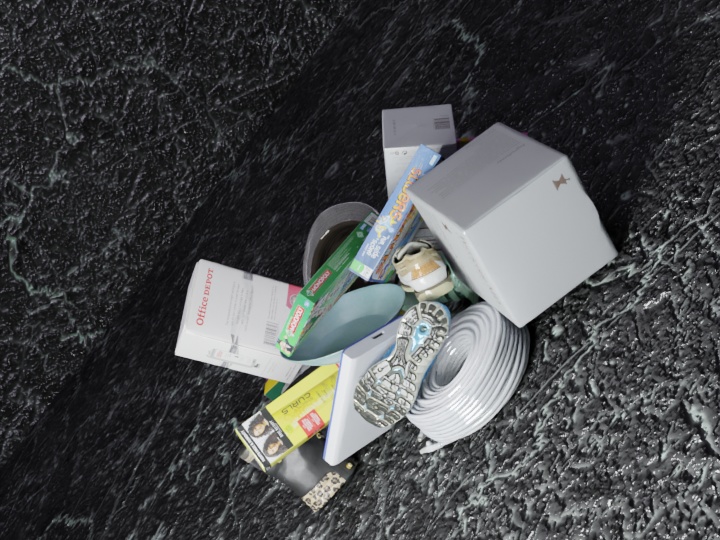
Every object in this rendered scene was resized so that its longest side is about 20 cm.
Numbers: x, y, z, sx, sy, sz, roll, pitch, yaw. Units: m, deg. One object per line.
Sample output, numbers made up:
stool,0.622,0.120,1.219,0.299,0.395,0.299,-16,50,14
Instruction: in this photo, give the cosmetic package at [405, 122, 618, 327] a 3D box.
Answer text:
cosmetic package,0.194,-0.065,1.530,0.166,0.167,0.200,-36,27,-5

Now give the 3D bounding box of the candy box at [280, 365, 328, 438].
candy box,-0.062,0.176,1.875,0.168,0.072,0.200,-127,56,-69

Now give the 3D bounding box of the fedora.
fedora,0.000,0.000,1.825,0.177,0.090,0.200,-14,72,32

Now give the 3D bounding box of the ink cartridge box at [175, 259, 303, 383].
ink cartridge box,-0.187,0.082,1.893,0.083,0.200,0.147,122,159,-50

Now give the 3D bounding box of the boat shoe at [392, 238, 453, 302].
boat shoe,0.084,-0.010,1.624,0.075,0.068,0.200,-27,9,-4

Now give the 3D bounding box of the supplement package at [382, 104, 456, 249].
supplement package,0.095,-0.141,1.811,0.114,0.109,0.200,-91,-4,-50

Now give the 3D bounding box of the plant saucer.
plant saucer,-0.019,0.088,1.682,0.201,0.039,0.201,-24,19,9

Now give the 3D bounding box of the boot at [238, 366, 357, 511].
boot,-0.066,0.243,1.739,0.200,0.151,0.073,-50,6,-20

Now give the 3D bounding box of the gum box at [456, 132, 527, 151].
gum box,0.206,-0.139,1.776,0.200,0.113,0.066,-87,-7,-57

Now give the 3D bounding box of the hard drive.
hard drive,0.011,0.167,1.630,0.132,0.025,0.200,-28,-39,-40

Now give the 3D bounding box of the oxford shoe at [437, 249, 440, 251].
oxford shoe,0.123,-0.077,1.940,0.071,0.073,0.200,-45,22,22

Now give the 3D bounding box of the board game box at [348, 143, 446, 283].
board game box,0.060,-0.077,1.656,0.200,0.034,0.135,-60,-12,5

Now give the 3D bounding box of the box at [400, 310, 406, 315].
box,0.056,0.074,1.889,0.200,0.048,0.117,-34,29,40

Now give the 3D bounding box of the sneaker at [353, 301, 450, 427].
sneaker,0.067,0.127,1.568,0.200,0.078,0.090,-56,-13,18

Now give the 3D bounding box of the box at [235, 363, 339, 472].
box,-0.078,0.200,1.677,0.200,0.075,0.050,-34,-10,-13

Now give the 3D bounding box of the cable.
cable,0.139,0.134,1.569,0.200,0.069,0.200,-31,31,48

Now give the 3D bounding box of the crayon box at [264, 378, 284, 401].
crayon box,-0.093,0.127,2.122,0.173,0.058,0.200,-43,23,27

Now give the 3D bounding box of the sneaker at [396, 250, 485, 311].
sneaker,0.136,0.022,1.707,0.200,0.074,0.118,-30,29,18

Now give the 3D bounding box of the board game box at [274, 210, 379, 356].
board game box,-0.042,0.018,1.655,0.200,0.029,0.135,-50,-8,-41
